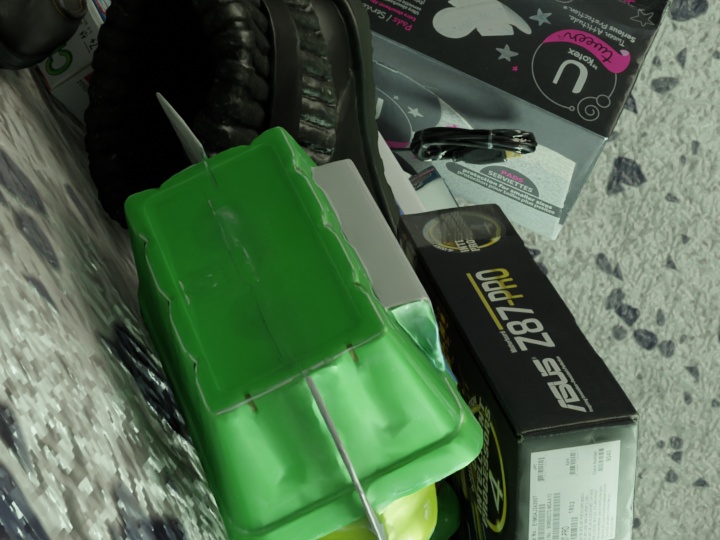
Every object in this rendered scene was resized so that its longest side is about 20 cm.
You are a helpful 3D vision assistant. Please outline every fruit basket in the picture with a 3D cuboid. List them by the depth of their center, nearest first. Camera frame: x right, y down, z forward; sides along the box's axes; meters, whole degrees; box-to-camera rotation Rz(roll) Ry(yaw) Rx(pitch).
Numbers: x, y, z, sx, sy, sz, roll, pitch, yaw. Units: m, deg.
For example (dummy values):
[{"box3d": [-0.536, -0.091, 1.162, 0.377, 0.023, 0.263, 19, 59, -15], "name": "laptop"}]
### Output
[{"box3d": [-0.004, 0.052, 0.636, 0.200, 0.094, 0.185, 57, 4, -46], "name": "fruit basket"}]

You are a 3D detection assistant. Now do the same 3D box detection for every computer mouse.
[{"box3d": [0.008, -0.058, 1.033, 0.059, 0.199, 0.034, 12, 77, -56], "name": "computer mouse"}]

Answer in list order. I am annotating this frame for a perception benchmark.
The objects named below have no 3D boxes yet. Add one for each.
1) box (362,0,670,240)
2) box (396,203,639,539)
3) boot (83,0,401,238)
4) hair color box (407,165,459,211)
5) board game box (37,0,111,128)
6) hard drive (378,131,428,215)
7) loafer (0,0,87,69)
[{"box3d": [0.059, -0.126, 1.074, 0.199, 0.115, 0.132, 26, -28, 4], "name": "box"}, {"box3d": [0.056, 0.098, 0.694, 0.161, 0.049, 0.201, -112, -163, -58], "name": "box"}, {"box3d": [-0.043, -0.024, 0.745, 0.158, 0.079, 0.212, -31, 111, -69], "name": "boot"}, {"box3d": [0.051, 0.049, 1.069, 0.200, 0.100, 0.061, 61, 4, -10], "name": "hair color box"}, {"box3d": [-0.130, -0.127, 0.819, 0.200, 0.035, 0.126, 60, 6, 33], "name": "board game box"}, {"box3d": [0.000, 0.000, 0.952, 0.200, 0.025, 0.132, 59, -34, 23], "name": "hard drive"}, {"box3d": [-0.125, -0.122, 0.624, 0.073, 0.072, 0.200, 57, 4, 7], "name": "loafer"}]
